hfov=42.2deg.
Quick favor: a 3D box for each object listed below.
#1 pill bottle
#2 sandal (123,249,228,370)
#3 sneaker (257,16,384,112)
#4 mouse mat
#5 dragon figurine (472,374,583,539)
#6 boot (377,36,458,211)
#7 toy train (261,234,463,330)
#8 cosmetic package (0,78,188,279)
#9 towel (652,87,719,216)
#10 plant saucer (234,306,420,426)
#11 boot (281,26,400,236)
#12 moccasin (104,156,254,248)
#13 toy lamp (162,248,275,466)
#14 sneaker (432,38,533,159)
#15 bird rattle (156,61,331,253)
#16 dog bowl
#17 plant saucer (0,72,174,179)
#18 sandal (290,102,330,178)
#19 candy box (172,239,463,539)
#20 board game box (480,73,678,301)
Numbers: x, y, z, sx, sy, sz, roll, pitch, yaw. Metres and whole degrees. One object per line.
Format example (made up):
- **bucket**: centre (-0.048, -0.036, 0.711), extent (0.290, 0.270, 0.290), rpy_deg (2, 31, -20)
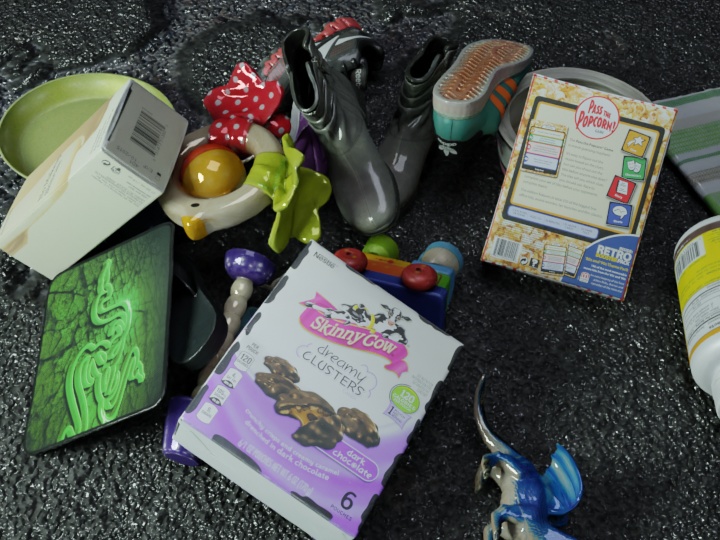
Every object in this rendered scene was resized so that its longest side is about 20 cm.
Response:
- **pill bottle**: centre (0.367, 0.049, 0.895), extent (0.109, 0.110, 0.201), rpy_deg (7, 49, 1)
- **sandal**: centre (-0.180, 0.022, 0.863), extent (0.075, 0.048, 0.200), rpy_deg (-53, 36, -3)
- **sneaker**: centre (-0.047, -0.241, 1.138), extent (0.098, 0.071, 0.200), rpy_deg (34, 54, 26)
- **mouse mat**: centre (-0.234, 0.057, 0.845), extent (0.160, 0.008, 0.201), rpy_deg (-23, 51, 21)
- **dragon figurine**: centre (0.151, 0.186, 0.792), extent (0.099, 0.059, 0.201), rpy_deg (-2, 50, -6)
- **boot**: centre (0.050, -0.166, 1.031), extent (0.067, 0.131, 0.200), rpy_deg (19, 50, 12)
- **toy train**: centre (0.000, 0.000, 0.938), extent (0.199, 0.085, 0.116), rpy_deg (13, 33, 16)
- **cosmetic package**: centre (-0.262, -0.084, 0.903), extent (0.071, 0.200, 0.106), rpy_deg (36, 41, -29)
- **towel**: centre (0.438, -0.139, 1.124), extent (0.148, 0.031, 0.201), rpy_deg (-14, 54, -13)
- **plant saucer**: centre (-0.029, 0.093, 0.886), extent (0.199, 0.019, 0.070), rpy_deg (18, 50, 10)
- **boot**: centre (-0.030, -0.137, 0.939), extent (0.067, 0.131, 0.201), rpy_deg (-24, 65, 16)
- **moccasin**: centre (-0.172, -0.067, 0.985), extent (0.200, 0.081, 0.068), rpy_deg (-34, 61, -12)
- **toy lamp**: centre (-0.130, 0.077, 0.847), extent (0.058, 0.058, 0.201), rpy_deg (12, 64, 6)
- **sneaker**: centre (0.131, -0.192, 1.030), extent (0.071, 0.080, 0.200), rpy_deg (22, 42, 22)
- **bird rattle**: centre (-0.123, -0.108, 0.896), extent (0.163, 0.113, 0.200), rpy_deg (-27, 59, -13)
- **dog bowl**: centre (0.248, -0.145, 1.078), extent (0.199, 0.074, 0.201), rpy_deg (2, 49, -2)
- **plant saucer**: centre (-0.309, -0.153, 1.068), extent (0.199, 0.031, 0.201), rpy_deg (2, 49, -2)
- **sandal**: centre (-0.043, -0.144, 1.048), extent (0.050, 0.082, 0.203), rpy_deg (-14, 48, 38)
- **candy box**: centre (-0.033, 0.102, 0.796), extent (0.167, 0.072, 0.200), rpy_deg (34, 61, 0)
- **board game box**: centre (0.223, -0.085, 0.964), extent (0.151, 0.046, 0.201), rpy_deg (17, 91, 9)
